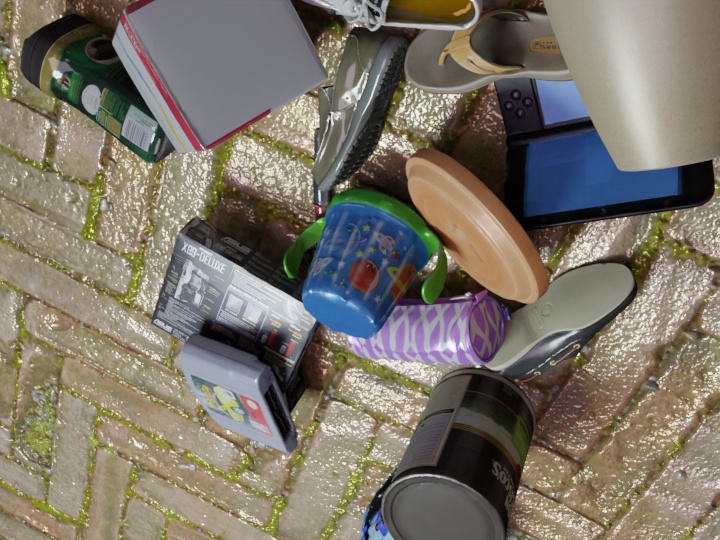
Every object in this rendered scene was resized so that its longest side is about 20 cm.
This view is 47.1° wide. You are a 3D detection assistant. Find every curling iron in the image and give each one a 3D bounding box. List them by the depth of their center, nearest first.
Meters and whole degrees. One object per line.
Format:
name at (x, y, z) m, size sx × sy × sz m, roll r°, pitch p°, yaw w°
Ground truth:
curling iron at (-0.056, -0.077, 1.006) m, size 0.049 × 0.026 × 0.201 m, roll 14°, pitch 123°, yaw 12°

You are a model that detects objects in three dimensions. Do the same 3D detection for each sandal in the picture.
sandal at (0.131, -0.216, 0.796) m, size 0.198 × 0.054 × 0.081 m, roll 5°, pitch 90°, yaw 29°

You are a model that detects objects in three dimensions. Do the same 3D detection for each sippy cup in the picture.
sippy cup at (0.000, 0.000, 0.936) m, size 0.139 × 0.131 × 0.178 m, roll 36°, pitch 153°, yaw -17°

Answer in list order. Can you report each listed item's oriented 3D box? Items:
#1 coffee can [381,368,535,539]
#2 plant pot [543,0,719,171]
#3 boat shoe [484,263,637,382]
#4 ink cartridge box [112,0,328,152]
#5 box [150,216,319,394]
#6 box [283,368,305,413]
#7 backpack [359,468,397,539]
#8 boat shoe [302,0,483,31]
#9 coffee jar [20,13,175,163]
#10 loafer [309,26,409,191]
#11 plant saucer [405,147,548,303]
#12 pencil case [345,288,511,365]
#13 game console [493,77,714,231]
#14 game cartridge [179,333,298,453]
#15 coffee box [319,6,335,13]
coffee can at (0.125, 0.237, 1.006) m, size 0.145 × 0.200 × 0.147 m, roll 11°, pitch 123°, yaw 17°
plant pot at (0.245, -0.190, 0.680) m, size 0.186 × 0.187 × 0.202 m, roll -6°, pitch 101°, yaw 26°
boat shoe at (0.231, 0.061, 0.944) m, size 0.201 × 0.074 × 0.063 m, roll -37°, pitch 131°, yaw 27°
ink cartridge box at (-0.150, -0.216, 0.838) m, size 0.145 × 0.145 × 0.200 m, roll 60°, pitch 166°, yaw -16°
box at (-0.153, 0.048, 1.034) m, size 0.199 × 0.050 × 0.158 m, roll 29°, pitch 125°, yaw 4°
box at (-0.153, 0.096, 1.130) m, size 0.116 × 0.060 × 0.202 m, roll 4°, pitch 120°, yaw 21°
backpack at (0.075, 0.393, 1.164) m, size 0.182 × 0.135 × 0.200 m, roll 35°, pitch 129°, yaw 2°
boat shoe at (0.015, -0.253, 0.753) m, size 0.200 × 0.086 × 0.075 m, roll 12°, pitch 128°, yaw -5°
coffee jar at (-0.296, -0.219, 0.980) m, size 0.199 × 0.104 × 0.086 m, roll 34°, pitch 130°, yaw 2°
loafer at (-0.012, -0.178, 0.908) m, size 0.069 × 0.075 × 0.201 m, roll 36°, pitch 123°, yaw 14°
plant saucer at (0.115, -0.041, 0.867) m, size 0.032 × 0.200 × 0.201 m, roll -41°, pitch 100°, yaw -7°
pencil case at (0.073, 0.066, 0.981) m, size 0.199 × 0.084 × 0.086 m, roll -4°, pitch 116°, yaw 39°
game console at (0.221, -0.149, 0.786) m, size 0.198 × 0.119 × 0.174 m, roll -7°, pitch 116°, yaw 26°
game cartridge at (-0.158, 0.161, 1.065) m, size 0.132 × 0.041 × 0.201 m, roll 20°, pitch 148°, yaw 25°
coffee box at (-0.080, -0.362, 0.815) m, size 0.199 × 0.080 × 0.113 m, roll 32°, pitch 127°, yaw 2°
